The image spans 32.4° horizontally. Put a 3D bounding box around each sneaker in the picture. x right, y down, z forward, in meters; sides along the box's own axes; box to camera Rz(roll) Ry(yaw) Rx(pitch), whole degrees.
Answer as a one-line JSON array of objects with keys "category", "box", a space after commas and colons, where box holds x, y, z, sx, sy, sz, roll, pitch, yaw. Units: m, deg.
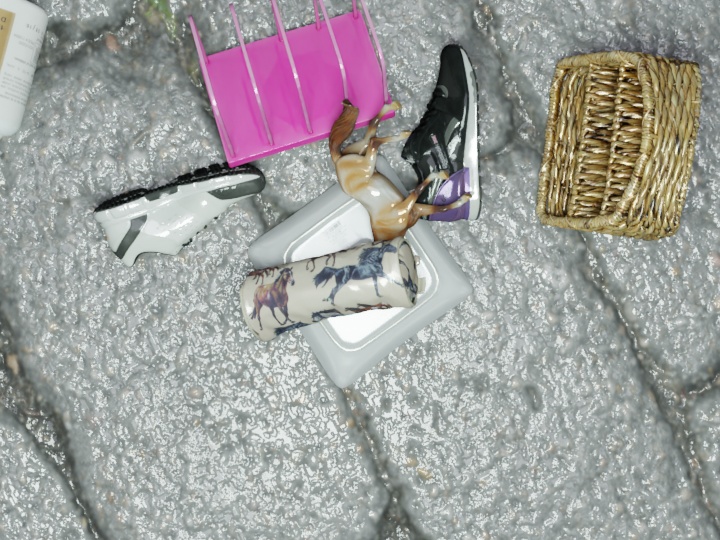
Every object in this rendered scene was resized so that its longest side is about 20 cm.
[{"category": "sneaker", "box": [-0.199, -0.066, 1.415, 0.197, 0.074, 0.081, -18, 106, 1]}, {"category": "sneaker", "box": [0.089, -0.157, 1.415, 0.086, 0.076, 0.204, -3, 89, -6]}]

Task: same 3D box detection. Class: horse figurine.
[{"category": "horse figurine", "box": [0.027, -0.099, 1.381, 0.132, 0.050, 0.201, -35, 100, 27]}]

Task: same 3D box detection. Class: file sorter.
[{"category": "file sorter", "box": [-0.077, -0.229, 1.368, 0.197, 0.126, 0.141, -17, 69, -3]}]

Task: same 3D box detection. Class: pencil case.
[{"category": "pencil case", "box": [-0.030, 0.021, 1.368, 0.197, 0.090, 0.079, -13, 66, 11]}]

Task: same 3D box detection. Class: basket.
[{"category": "basket", "box": [0.288, -0.142, 1.393, 0.147, 0.143, 0.203, 10, 88, -3]}]

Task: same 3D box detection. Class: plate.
[{"category": "plate", "box": [0.000, 0.000, 1.433, 0.198, 0.032, 0.201, -35, 90, -2]}]

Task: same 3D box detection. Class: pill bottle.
[{"category": "pill bottle", "box": [-0.425, -0.206, 1.376, 0.113, 0.114, 0.203, 14, 88, -2]}]
